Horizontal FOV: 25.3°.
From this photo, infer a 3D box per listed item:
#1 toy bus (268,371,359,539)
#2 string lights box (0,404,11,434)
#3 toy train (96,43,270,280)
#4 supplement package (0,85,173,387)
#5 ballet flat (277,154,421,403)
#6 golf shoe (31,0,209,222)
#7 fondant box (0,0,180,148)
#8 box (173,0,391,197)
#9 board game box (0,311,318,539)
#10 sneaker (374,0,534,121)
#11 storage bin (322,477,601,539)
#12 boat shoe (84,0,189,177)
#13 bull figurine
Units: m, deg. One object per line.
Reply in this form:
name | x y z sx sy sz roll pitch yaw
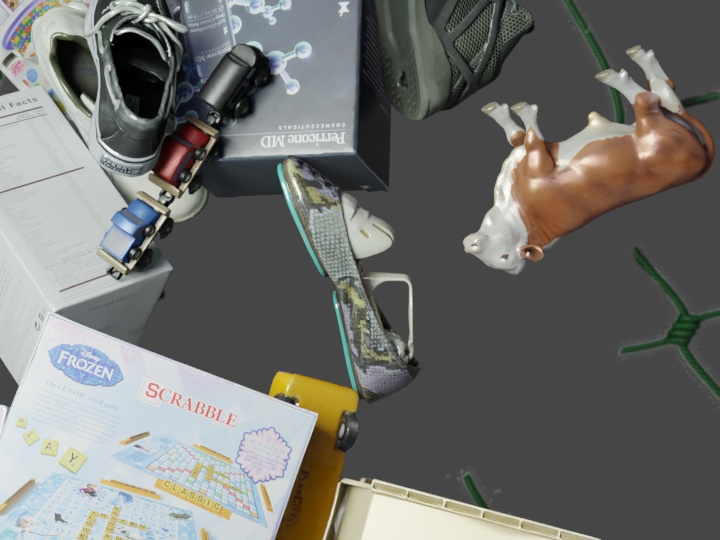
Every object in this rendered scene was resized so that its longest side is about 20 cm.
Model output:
toy bus | -0.063 0.176 1.181 0.065 0.078 0.200 17 84 -27
string lights box | -0.250 0.158 1.185 0.059 0.200 0.103 8 80 17
toy train | -0.131 -0.080 1.176 0.034 0.046 0.200 33 90 18
supplement package | -0.256 -0.029 1.256 0.200 0.114 0.110 53 139 20
ballet flat | 0.000 0.000 1.194 0.072 0.072 0.201 -16 107 11
golf shoe | -0.190 -0.113 1.250 0.078 0.097 0.200 -36 106 4
fondant box | -0.250 -0.222 1.347 0.144 0.058 0.200 -45 70 2
box | -0.057 -0.167 1.256 0.148 0.107 0.200 -2 78 14
board game box | -0.154 0.156 1.085 0.200 0.041 0.200 22 78 -11
sneaker | 0.069 -0.222 1.214 0.076 0.114 0.200 22 127 50
storage bin | 0.062 0.265 1.133 0.198 0.094 0.200 13 82 18
boat shoe | -0.164 -0.162 1.167 0.074 0.068 0.200 16 46 -15
bull figurine | 0.159 -0.079 1.190 0.200 0.065 0.122 -23 106 2
